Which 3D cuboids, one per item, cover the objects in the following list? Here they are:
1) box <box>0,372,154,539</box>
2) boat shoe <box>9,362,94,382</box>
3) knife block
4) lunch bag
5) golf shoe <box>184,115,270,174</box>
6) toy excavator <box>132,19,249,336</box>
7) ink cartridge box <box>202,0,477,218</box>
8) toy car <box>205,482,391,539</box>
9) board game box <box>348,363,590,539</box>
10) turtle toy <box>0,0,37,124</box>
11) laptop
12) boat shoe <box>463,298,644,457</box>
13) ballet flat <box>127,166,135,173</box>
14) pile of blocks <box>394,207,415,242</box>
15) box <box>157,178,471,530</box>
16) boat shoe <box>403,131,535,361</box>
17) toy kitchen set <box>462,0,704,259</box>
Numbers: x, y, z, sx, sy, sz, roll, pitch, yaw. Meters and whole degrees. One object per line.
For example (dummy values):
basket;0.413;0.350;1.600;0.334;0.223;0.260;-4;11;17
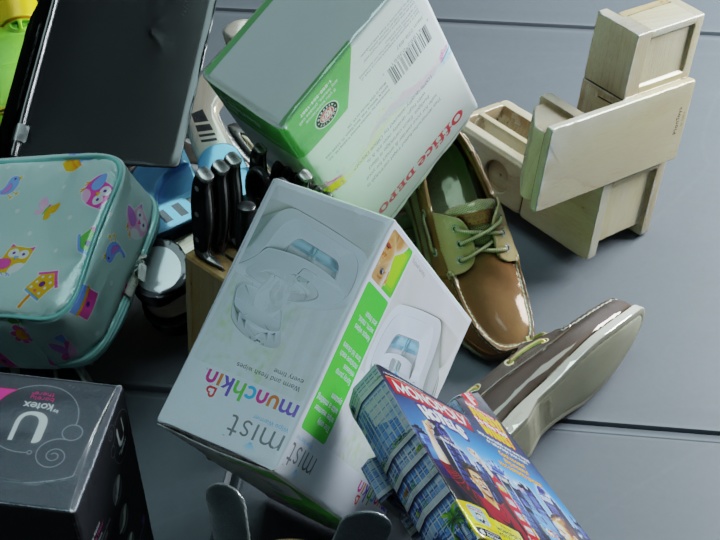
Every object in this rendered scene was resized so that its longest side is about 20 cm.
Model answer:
box;-0.205;0.168;1.092;0.122;0.200;0.106;6;44;9
boat shoe;-0.214;0.096;1.267;0.062;0.075;0.200;-24;37;-5
knife block;-0.086;0.017;1.216;0.064;0.176;0.200;33;92;33
lunch bag;-0.245;-0.011;1.270;0.200;0.077;0.161;0;54;28
golf shoe;-0.154;-0.113;1.426;0.200;0.078;0.095;42;61;-6
toy excavator;-0.120;-0.079;1.349;0.194;0.100;0.200;-25;72;-5
ink cartridge box;-0.008;-0.128;1.254;0.087;0.200;0.145;34;81;29
toy car;-0.035;0.196;1.052;0.164;0.200;0.158;6;44;9
board game box;0.069;0.144;1.108;0.062;0.200;0.200;-45;45;12
turtle toy;-0.301;-0.159;1.519;0.200;0.101;0.146;-11;69;-9
laptop;-0.208;-0.147;1.381;0.116;0.200;0.187;18;66;-18
boat shoe;0.129;0.079;1.265;0.060;0.072;0.200;34;60;29
ballet flat;-0.219;-0.094;1.466;0.073;0.073;0.200;27;53;28
pile of blocks;0.020;-0.097;1.449;0.062;0.082;0.200;-14;45;-12
box;-0.026;0.064;1.151;0.097;0.200;0.177;19;76;24
boat shoe;0.079;-0.028;1.338;0.076;0.074;0.200;-18;69;-16
toy kitchen set;0.134;-0.129;1.368;0.163;0.200;0.180;-22;45;-37
